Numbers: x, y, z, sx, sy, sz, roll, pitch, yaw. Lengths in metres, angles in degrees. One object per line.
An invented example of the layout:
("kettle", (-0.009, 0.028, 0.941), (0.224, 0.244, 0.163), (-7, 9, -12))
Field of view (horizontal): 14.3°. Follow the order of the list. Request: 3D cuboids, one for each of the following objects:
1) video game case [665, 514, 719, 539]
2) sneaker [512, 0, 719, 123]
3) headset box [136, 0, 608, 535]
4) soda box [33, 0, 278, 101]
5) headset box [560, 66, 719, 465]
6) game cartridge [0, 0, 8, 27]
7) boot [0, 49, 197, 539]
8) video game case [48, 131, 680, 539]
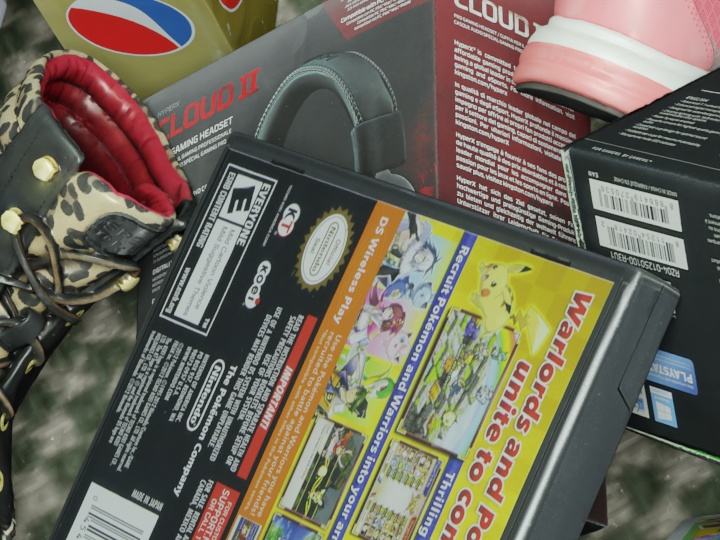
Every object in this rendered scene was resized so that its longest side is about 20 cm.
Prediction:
("video game case", (0.184, 0.078, 0.830), (0.199, 0.182, 0.022), (-8, 89, 11))
("sneaker", (0.119, -0.085, 0.906), (0.074, 0.200, 0.087), (21, 100, 22))
("headset box", (0.000, 0.000, 0.932), (0.149, 0.077, 0.201), (-23, 59, 42))
("soda box", (-0.083, -0.128, 0.977), (0.064, 0.200, 0.068), (0, 66, 15))
("headset box", (0.191, -0.017, 0.804), (0.200, 0.093, 0.174), (-28, 28, -32))
("game cartridge", (-0.204, -0.085, 1.032), (0.200, 0.038, 0.130), (-12, 56, 37))
("boot", (-0.118, 0.028, 0.929), (0.151, 0.073, 0.200), (-49, 27, 19))
("video game case", (-0.016, 0.072, 0.833), (0.181, 0.025, 0.200), (20, 85, 47))
